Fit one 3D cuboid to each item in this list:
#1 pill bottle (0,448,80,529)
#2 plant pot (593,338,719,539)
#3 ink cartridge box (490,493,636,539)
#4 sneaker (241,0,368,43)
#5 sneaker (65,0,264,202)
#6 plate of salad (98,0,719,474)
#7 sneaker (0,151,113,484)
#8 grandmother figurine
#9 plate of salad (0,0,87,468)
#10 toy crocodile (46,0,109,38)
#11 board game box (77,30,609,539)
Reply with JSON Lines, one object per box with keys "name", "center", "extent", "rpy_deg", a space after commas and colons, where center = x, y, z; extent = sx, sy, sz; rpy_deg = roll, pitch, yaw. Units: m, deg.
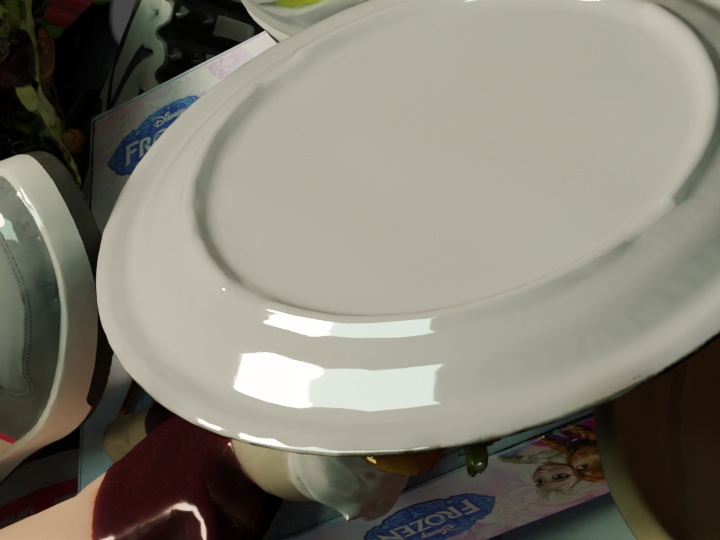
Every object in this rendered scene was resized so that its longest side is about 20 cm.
{"name": "pill bottle", "center": [-0.069, 0.169, 0.834], "extent": [0.120, 0.119, 0.201], "rpy_deg": [-44, 50, 27]}
{"name": "plant pot", "center": [0.164, 0.022, 0.636], "extent": [0.200, 0.093, 0.202], "rpy_deg": [-29, 37, 25]}
{"name": "ink cartridge box", "center": [0.080, 0.105, 0.756], "extent": [0.200, 0.043, 0.174], "rpy_deg": [-46, 47, 26]}
{"name": "sneaker", "center": [0.035, -0.123, 0.762], "extent": [0.199, 0.076, 0.076], "rpy_deg": [-22, 47, 27]}
{"name": "sneaker", "center": [-0.081, -0.052, 0.960], "extent": [0.090, 0.066, 0.201], "rpy_deg": [3, 81, 44]}
{"name": "plate of salad", "center": [0.029, -0.016, 0.672], "extent": [0.199, 0.048, 0.201], "rpy_deg": [-13, 37, 10]}
{"name": "sneaker", "center": [-0.155, 0.036, 0.749], "extent": [0.084, 0.120, 0.200], "rpy_deg": [61, 146, 14]}
{"name": "grandmother figurine", "center": [-0.065, 0.075, 0.725], "extent": [0.199, 0.061, 0.122], "rpy_deg": [-32, 42, 22]}
{"name": "plate of salad", "center": [-0.118, -0.025, 0.888], "extent": [0.200, 0.048, 0.201], "rpy_deg": [178, 90, -85]}
{"name": "toy crocodile", "center": [-0.101, -0.142, 1.010], "extent": [0.200, 0.067, 0.062], "rpy_deg": [-37, 52, 32]}
{"name": "board game box", "center": [0.000, 0.000, 0.795], "extent": [0.199, 0.041, 0.200], "rpy_deg": [-24, 49, 28]}
